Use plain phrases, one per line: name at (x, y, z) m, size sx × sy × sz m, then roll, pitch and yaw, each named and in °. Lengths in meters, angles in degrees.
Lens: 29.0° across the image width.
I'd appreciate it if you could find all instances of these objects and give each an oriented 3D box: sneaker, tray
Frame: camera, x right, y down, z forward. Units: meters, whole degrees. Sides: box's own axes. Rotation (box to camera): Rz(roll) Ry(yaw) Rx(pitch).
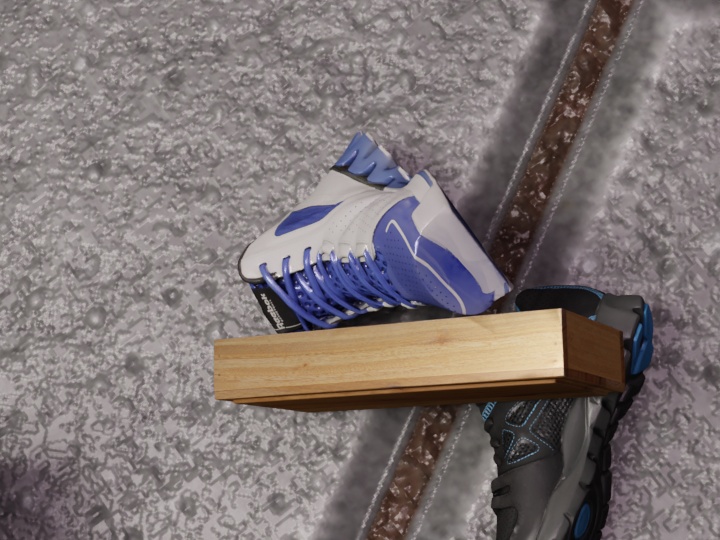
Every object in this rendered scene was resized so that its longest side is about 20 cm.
sneaker at (0.000, 0.000, 0.760) m, size 0.115 × 0.199 × 0.081 m, roll -41°, pitch 113°, yaw -3°
tray at (0.031, 0.052, 0.740) m, size 0.197 × 0.098 × 0.038 m, roll -7°, pitch 78°, yaw 27°
sneaker at (0.101, 0.104, 0.783) m, size 0.081 × 0.073 × 0.202 m, roll 13°, pitch 72°, yaw 26°
